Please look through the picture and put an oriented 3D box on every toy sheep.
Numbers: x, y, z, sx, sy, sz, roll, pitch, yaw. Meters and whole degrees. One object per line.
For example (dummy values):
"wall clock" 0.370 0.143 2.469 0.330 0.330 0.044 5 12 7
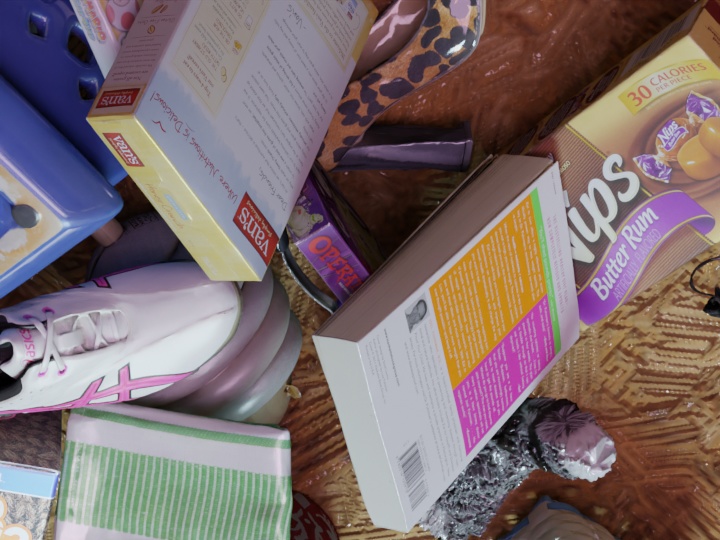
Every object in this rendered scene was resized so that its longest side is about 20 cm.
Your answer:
"toy sheep" -0.111 0.031 1.358 0.138 0.138 0.200 -35 123 9

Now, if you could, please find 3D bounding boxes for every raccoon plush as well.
"raccoon plush" 0.088 0.141 1.402 0.097 0.200 0.134 -32 122 -18

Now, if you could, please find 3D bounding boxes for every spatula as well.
"spatula" -0.038 -0.003 1.381 0.020 0.057 0.201 -12 121 21

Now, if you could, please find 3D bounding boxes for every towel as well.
"towel" -0.117 0.182 1.296 0.152 0.023 0.201 6 87 17

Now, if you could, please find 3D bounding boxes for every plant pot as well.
"plant pot" -0.227 -0.088 1.235 0.200 0.180 0.200 -32 114 32

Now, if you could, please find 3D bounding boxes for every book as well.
"book" 0.058 0.040 1.292 0.048 0.200 0.134 8 127 36

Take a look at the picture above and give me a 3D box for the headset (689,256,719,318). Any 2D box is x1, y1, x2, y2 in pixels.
"headset" 0.270 -0.058 1.381 0.123 0.094 0.201 26 97 -15

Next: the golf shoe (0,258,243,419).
"golf shoe" -0.163 0.046 1.261 0.199 0.092 0.073 -18 88 12

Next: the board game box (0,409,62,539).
"board game box" -0.253 0.166 1.383 0.096 0.160 0.201 11 112 -11

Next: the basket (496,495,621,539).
"basket" 0.154 0.257 1.442 0.176 0.200 0.139 35 105 -17

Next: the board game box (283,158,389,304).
"board game box" 0.000 0.000 1.328 0.032 0.120 0.200 -28 135 9

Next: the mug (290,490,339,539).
"mug" -0.058 0.211 1.402 0.133 0.200 0.178 -8 113 -2

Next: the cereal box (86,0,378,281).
"cereal box" -0.066 -0.114 1.217 0.039 0.201 0.144 1 143 33

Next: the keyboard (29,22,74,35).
"keyboard" -0.120 -0.166 1.340 0.199 0.011 0.057 3 118 -7

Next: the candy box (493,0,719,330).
"candy box" 0.171 -0.061 1.334 0.117 0.057 0.200 47 129 -9

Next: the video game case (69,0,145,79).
"video game case" -0.107 -0.209 1.227 0.023 0.200 0.183 -7 116 37

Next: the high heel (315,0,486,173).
"high heel" 0.001 -0.150 1.328 0.142 0.071 0.201 1 115 -4
